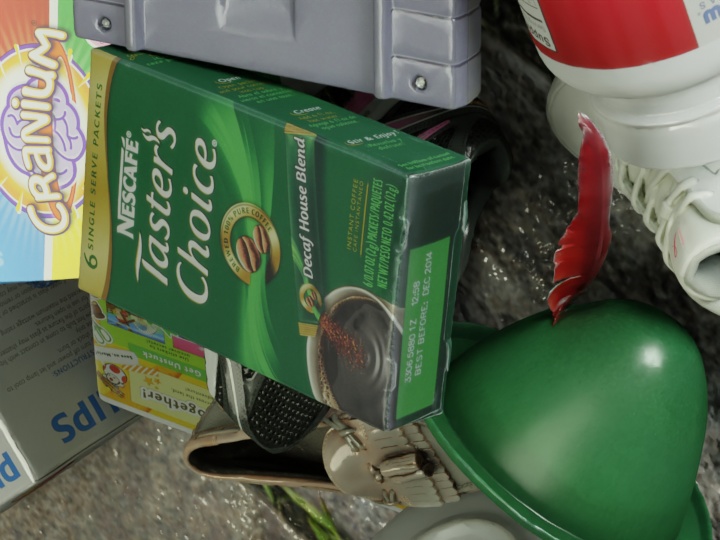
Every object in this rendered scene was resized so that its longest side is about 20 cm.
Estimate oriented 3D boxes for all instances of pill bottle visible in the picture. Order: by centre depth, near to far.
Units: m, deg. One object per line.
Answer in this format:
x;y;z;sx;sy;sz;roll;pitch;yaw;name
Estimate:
0.110;-0.144;1.205;0.112;0.112;0.200;8;134;40;pill bottle

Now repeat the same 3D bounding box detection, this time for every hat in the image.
0.131;0.021;1.306;0.166;0.200;0.176;35;112;1;hat

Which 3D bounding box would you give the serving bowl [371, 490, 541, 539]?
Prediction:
0.057;0.170;1.403;0.200;0.200;0.066;6;150;41;serving bowl

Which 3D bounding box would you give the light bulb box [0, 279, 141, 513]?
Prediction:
-0.240;0.043;1.664;0.198;0.125;0.200;-34;88;46;light bulb box

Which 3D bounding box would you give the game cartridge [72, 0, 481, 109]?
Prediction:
-0.040;-0.148;1.277;0.200;0.038;0.130;13;120;29;game cartridge

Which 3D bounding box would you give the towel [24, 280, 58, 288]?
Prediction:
-0.191;-0.091;1.545;0.112;0.048;0.200;90;157;-45;towel

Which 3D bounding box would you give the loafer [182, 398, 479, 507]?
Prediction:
-0.006;0.087;1.434;0.200;0.063;0.072;5;131;48;loafer

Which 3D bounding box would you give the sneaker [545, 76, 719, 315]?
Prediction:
0.152;-0.032;1.279;0.200;0.099;0.078;32;129;26;sneaker

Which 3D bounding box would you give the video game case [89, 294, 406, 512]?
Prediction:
-0.049;0.028;1.501;0.200;0.023;0.182;19;136;19;video game case

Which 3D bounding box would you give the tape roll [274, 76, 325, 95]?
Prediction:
-0.087;-0.164;1.451;0.202;0.071;0.203;21;124;34;tape roll

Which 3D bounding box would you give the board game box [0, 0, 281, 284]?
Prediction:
-0.136;-0.072;1.405;0.200;0.040;0.153;-5;111;16;board game box

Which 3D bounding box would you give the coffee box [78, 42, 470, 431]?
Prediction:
-0.043;-0.019;1.303;0.200;0.044;0.123;25;119;38;coffee box

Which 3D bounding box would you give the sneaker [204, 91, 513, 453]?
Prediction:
0.000;0.000;1.352;0.200;0.080;0.086;-63;35;15;sneaker
